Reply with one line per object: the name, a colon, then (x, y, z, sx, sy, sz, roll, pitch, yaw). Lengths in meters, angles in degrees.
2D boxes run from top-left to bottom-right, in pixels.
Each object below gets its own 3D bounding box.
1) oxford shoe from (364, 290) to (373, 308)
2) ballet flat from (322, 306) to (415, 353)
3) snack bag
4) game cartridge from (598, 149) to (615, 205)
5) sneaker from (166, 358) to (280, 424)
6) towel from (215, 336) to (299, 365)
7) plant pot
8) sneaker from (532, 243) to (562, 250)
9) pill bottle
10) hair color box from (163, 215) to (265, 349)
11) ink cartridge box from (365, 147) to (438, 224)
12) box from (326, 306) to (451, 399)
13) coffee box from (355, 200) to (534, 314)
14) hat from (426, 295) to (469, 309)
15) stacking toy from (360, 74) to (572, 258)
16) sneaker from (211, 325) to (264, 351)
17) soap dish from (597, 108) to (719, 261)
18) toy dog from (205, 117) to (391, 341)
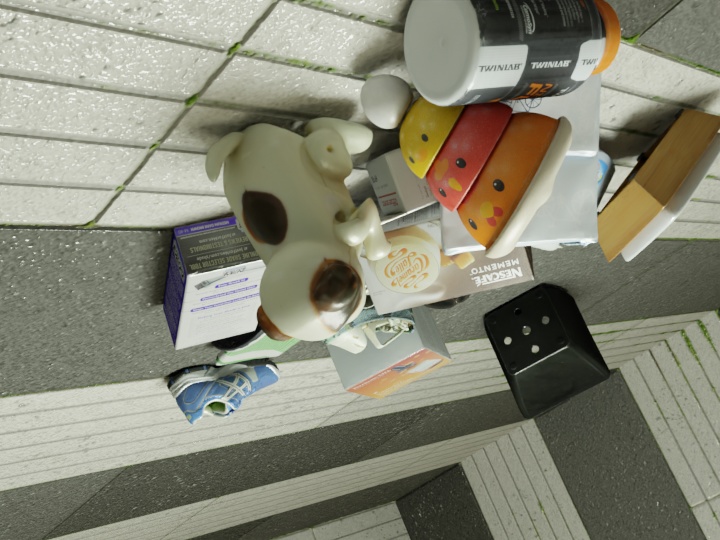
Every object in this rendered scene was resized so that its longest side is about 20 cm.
oxford shoe: (0.000, 0.000, 1.283, 0.074, 0.059, 0.201, -20, 158, -1)
ballet flat: (0.007, 0.085, 1.400, 0.197, 0.075, 0.074, -13, 158, -36)
snack bag: (0.162, -0.116, 0.971, 0.185, 0.204, 0.021, -5, -167, -14)
game cartridge: (0.287, -0.107, 1.290, 0.199, 0.040, 0.135, 2, 112, -59)
sneaker: (-0.206, 0.189, 1.485, 0.198, 0.078, 0.076, -9, 154, -41)
towel: (-0.105, 0.082, 1.385, 0.199, 0.024, 0.152, -33, 164, 29)
plant pot: (0.352, 0.146, 1.895, 0.198, 0.202, 0.177, -29, 148, 14)
sneaker: (0.238, -0.070, 1.386, 0.079, 0.078, 0.199, -23, 156, 23)
pill bottle: (0.144, -0.208, 0.855, 0.197, 0.108, 0.106, -11, 157, -33)
hair color box: (-0.166, 0.015, 1.108, 0.107, 0.066, 0.201, -13, 158, -22)
ink cartridge box: (0.078, -0.109, 1.028, 0.197, 0.068, 0.116, -22, -176, -10)
box: (0.047, 0.127, 1.578, 0.151, 0.108, 0.200, -28, 162, 12)
coffee box: (0.098, -0.034, 1.133, 0.196, 0.080, 0.116, -13, 123, 15)
hat: (0.126, 0.009, 1.417, 0.198, 0.082, 0.201, -23, 160, -9)
stacking toy: (0.085, -0.118, 0.892, 0.148, 0.198, 0.146, -61, 178, -4)
sneaker: (-0.111, 0.049, 1.246, 0.198, 0.073, 0.082, -29, 164, 22)
soap dish: (0.417, -0.122, 1.334, 0.200, 0.081, 0.158, -47, 173, -29)
toy dog: (-0.051, -0.035, 0.898, 0.138, 0.204, 0.193, -24, 158, 26)
